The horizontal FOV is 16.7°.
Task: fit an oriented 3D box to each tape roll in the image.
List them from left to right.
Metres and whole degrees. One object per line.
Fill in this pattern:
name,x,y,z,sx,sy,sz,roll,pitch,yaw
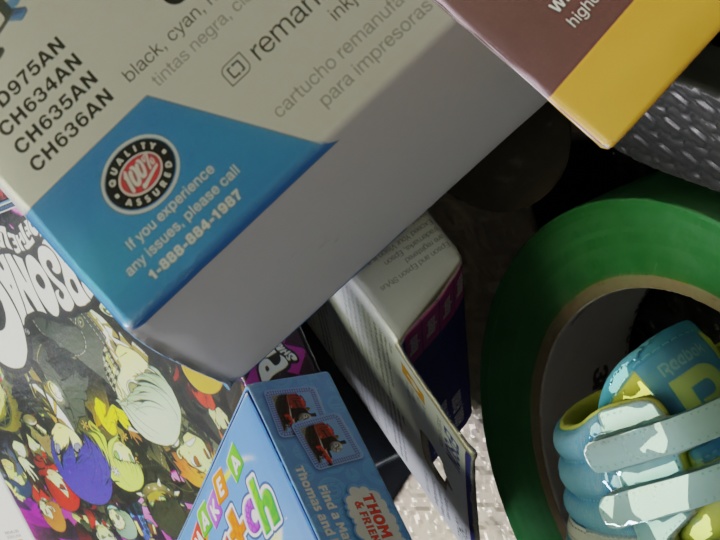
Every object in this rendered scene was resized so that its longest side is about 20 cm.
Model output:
tape roll,0.125,0.064,0.825,0.200,0.048,0.201,29,130,40

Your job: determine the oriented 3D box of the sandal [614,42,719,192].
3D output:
sandal,0.143,-0.043,0.729,0.200,0.048,0.075,29,159,35

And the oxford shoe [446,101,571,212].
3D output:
oxford shoe,0.003,-0.101,0.845,0.200,0.071,0.071,52,175,9

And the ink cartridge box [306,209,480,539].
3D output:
ink cartridge box,0.000,0.000,0.885,0.200,0.043,0.196,53,172,16

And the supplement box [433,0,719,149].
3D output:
supplement box,0.057,-0.182,0.597,0.200,0.133,0.197,39,118,-2

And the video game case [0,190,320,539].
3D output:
video game case,-0.099,0.029,0.912,0.200,0.036,0.182,-15,103,49

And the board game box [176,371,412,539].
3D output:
board game box,-0.006,0.157,0.792,0.200,0.036,0.151,62,146,29

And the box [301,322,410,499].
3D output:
box,-0.082,0.087,1.055,0.149,0.107,0.200,53,143,19

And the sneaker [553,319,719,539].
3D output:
sneaker,0.127,0.085,0.728,0.200,0.079,0.131,11,118,48

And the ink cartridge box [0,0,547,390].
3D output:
ink cartridge box,-0.064,-0.093,0.734,0.200,0.147,0.145,48,-178,13

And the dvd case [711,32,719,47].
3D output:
dvd case,0.058,-0.141,0.746,0.200,0.022,0.146,45,153,-5
